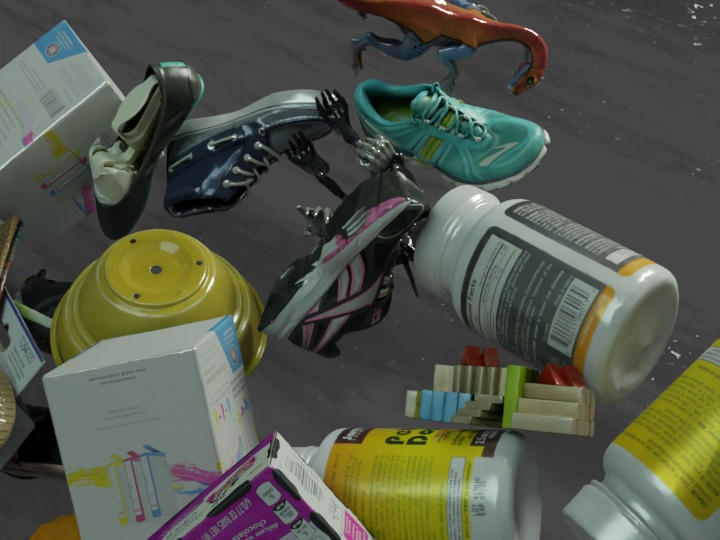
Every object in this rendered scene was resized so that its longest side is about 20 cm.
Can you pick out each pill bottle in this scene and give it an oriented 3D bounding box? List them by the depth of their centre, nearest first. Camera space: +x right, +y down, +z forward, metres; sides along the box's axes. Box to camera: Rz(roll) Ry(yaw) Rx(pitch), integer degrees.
[{"bbox_3d":[0.245,0.137,0.865,0.200,0.115,0.114,-42,53,-6],"label":"pill bottle"},{"bbox_3d":[0.033,0.177,0.937,0.197,0.110,0.111,-2,59,22],"label":"pill bottle"},{"bbox_3d":[0.145,0.013,0.985,0.199,0.117,0.117,31,75,35],"label":"pill bottle"}]

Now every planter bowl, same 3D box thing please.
[{"bbox_3d":[-0.180,0.024,1.091,0.196,0.084,0.202,3,45,-3],"label":"planter bowl"}]

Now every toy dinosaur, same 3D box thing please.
[{"bbox_3d":[0.079,-0.213,1.135,0.178,0.200,0.107,7,90,18],"label":"toy dinosaur"}]

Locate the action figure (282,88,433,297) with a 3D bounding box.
[{"bbox_3d":[-0.002,-0.067,1.104,0.119,0.102,0.201,-45,56,13],"label":"action figure"}]

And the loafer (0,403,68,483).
[{"bbox_3d":[-0.285,0.157,1.118,0.197,0.063,0.073,11,66,29],"label":"loafer"}]

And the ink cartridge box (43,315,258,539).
[{"bbox_3d":[-0.150,0.156,0.970,0.123,0.129,0.204,-11,97,9],"label":"ink cartridge box"}]

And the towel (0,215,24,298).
[{"bbox_3d":[-0.414,0.040,1.213,0.198,0.022,0.148,-27,41,29],"label":"towel"}]

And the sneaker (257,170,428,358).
[{"bbox_3d":[0.000,0.000,1.046,0.200,0.086,0.081,-44,23,36],"label":"sneaker"}]

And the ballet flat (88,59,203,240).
[{"bbox_3d":[-0.229,-0.124,1.212,0.068,0.068,0.202,41,110,35],"label":"ballet flat"}]

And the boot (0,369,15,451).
[{"bbox_3d":[-0.376,0.145,1.073,0.167,0.072,0.201,-56,41,16],"label":"boot"}]

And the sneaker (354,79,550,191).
[{"bbox_3d":[0.077,-0.129,1.124,0.197,0.080,0.078,15,67,30],"label":"sneaker"}]

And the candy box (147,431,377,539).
[{"bbox_3d":[-0.046,0.236,0.872,0.136,0.200,0.061,-40,12,12],"label":"candy box"}]

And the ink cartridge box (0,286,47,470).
[{"bbox_3d":[-0.368,0.125,1.144,0.201,0.043,0.196,-49,38,1],"label":"ink cartridge box"}]

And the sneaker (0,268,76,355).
[{"bbox_3d":[-0.267,0.042,1.176,0.198,0.072,0.084,17,67,31],"label":"sneaker"}]

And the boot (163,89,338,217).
[{"bbox_3d":[-0.106,-0.110,1.207,0.197,0.073,0.092,-12,63,26],"label":"boot"}]

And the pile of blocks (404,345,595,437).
[{"bbox_3d":[0.096,0.089,0.943,0.198,0.081,0.063,-3,79,50],"label":"pile of blocks"}]

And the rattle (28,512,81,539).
[{"bbox_3d":[-0.291,0.249,0.978,0.130,0.201,0.143,34,77,35],"label":"rattle"}]

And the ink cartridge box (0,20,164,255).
[{"bbox_3d":[-0.333,-0.130,1.276,0.199,0.126,0.129,-38,53,-2],"label":"ink cartridge box"}]
